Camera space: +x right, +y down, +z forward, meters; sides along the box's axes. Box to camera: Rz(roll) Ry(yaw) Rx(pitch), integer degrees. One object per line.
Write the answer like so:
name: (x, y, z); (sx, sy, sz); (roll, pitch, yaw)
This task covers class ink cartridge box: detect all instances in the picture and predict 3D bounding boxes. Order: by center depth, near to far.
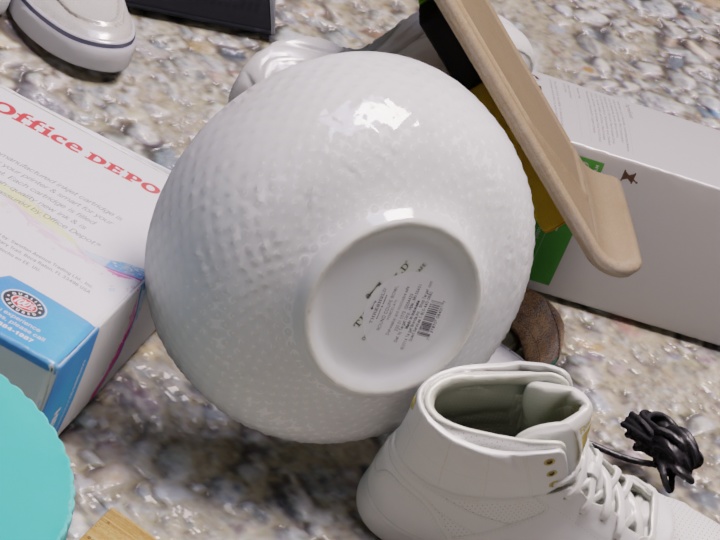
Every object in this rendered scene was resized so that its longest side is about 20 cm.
ink cartridge box: (-0.180, 0.001, 1.288); (0.144, 0.085, 0.200); (28, 32, 7)

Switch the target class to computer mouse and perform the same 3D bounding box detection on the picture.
computer mouse: (0.085, 0.064, 1.370); (0.199, 0.044, 0.110); (19, 6, 4)

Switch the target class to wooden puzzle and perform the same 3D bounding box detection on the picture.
wooden puzzle: (0.076, -0.094, 1.381); (0.200, 0.037, 0.185); (54, 11, -13)

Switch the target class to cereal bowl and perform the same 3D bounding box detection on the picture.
cereal bowl: (0.000, 0.000, 1.257); (0.199, 0.201, 0.083); (6, 22, -27)

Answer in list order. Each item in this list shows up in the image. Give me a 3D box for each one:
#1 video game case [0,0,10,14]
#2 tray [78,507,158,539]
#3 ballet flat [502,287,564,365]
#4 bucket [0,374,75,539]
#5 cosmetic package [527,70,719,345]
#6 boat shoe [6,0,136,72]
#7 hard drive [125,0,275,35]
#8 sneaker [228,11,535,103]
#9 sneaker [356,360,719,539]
video game case: (-0.333, -0.223, 1.598); (0.199, 0.023, 0.182); (4, 35, -31)
tray: (-0.039, 0.191, 1.069); (0.200, 0.099, 0.037); (34, 54, 18)
ballet flat: (0.019, 0.007, 1.434); (0.199, 0.068, 0.067); (24, 37, 5)
bucket: (-0.214, 0.120, 1.030); (0.206, 0.135, 0.207); (17, 31, -10)
cosmetic package: (0.168, -0.035, 1.557); (0.199, 0.108, 0.085); (16, 30, -9)
boat shoe: (-0.184, -0.200, 1.614); (0.071, 0.070, 0.200); (5, 35, -28)
hard drive: (-0.126, -0.233, 1.730); (0.134, 0.042, 0.200); (10, 33, -21)
sneaker: (0.027, -0.086, 1.456); (0.199, 0.078, 0.099); (-18, 53, -32)
sneaker: (0.108, 0.109, 1.269); (0.199, 0.116, 0.074); (14, 51, -9)
